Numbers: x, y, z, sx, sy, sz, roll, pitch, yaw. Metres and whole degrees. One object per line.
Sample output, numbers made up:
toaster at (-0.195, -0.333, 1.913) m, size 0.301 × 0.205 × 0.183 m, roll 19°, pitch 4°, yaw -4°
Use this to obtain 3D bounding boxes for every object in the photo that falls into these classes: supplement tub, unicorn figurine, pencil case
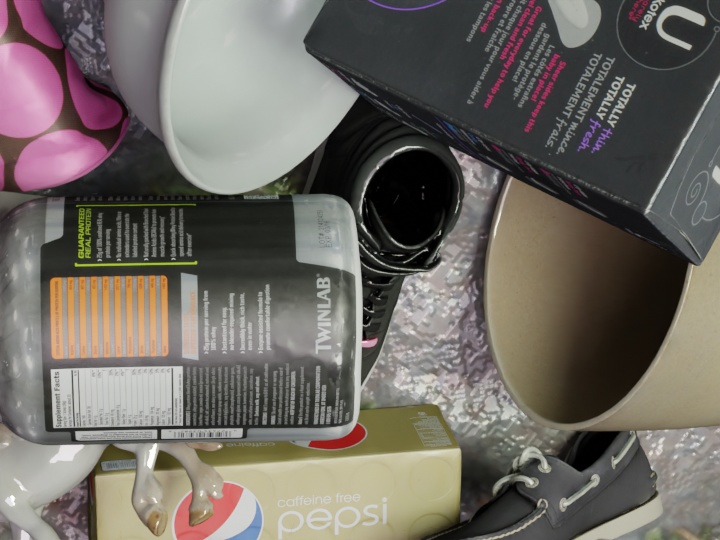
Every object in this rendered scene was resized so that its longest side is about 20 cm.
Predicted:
supplement tub at (-0.102, 0.024, 1.371) m, size 0.200 × 0.123 × 0.123 m, roll 0°, pitch 110°, yaw -4°
unicorn figurine at (-0.165, 0.103, 1.449) m, size 0.200 × 0.074 × 0.137 m, roll -33°, pitch 77°, yaw -7°
pencil case at (-0.192, -0.137, 1.394) m, size 0.091 × 0.094 × 0.200 m, roll -6°, pitch 121°, yaw 40°

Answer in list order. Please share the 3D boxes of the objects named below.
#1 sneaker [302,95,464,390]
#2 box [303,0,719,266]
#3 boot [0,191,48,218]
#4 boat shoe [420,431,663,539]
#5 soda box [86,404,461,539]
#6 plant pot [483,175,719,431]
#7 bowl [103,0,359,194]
sneaker at (0.000, 0.000, 1.472) m, size 0.071 × 0.099 × 0.200 m, roll 9°, pitch 109°, yaw -16°
box at (0.096, -0.105, 1.349) m, size 0.122 × 0.200 × 0.106 m, roll -61°, pitch 154°, yaw -2°
boot at (-0.143, 0.015, 1.475) m, size 0.200 × 0.073 × 0.090 m, roll 10°, pitch 121°, yaw -11°
boat shoe at (0.090, 0.124, 1.514) m, size 0.200 × 0.073 × 0.063 m, roll -15°, pitch 97°, yaw -49°
soda box at (-0.047, 0.121, 1.527) m, size 0.200 × 0.064 × 0.068 m, roll -3°, pitch 110°, yaw -9°
plant pot at (0.199, 0.007, 1.485) m, size 0.200 × 0.187 × 0.187 m, roll 12°, pitch 108°, yaw -30°
bowl at (-0.062, -0.145, 1.353) m, size 0.090 × 0.201 × 0.201 m, roll 28°, pitch 107°, yaw 25°
